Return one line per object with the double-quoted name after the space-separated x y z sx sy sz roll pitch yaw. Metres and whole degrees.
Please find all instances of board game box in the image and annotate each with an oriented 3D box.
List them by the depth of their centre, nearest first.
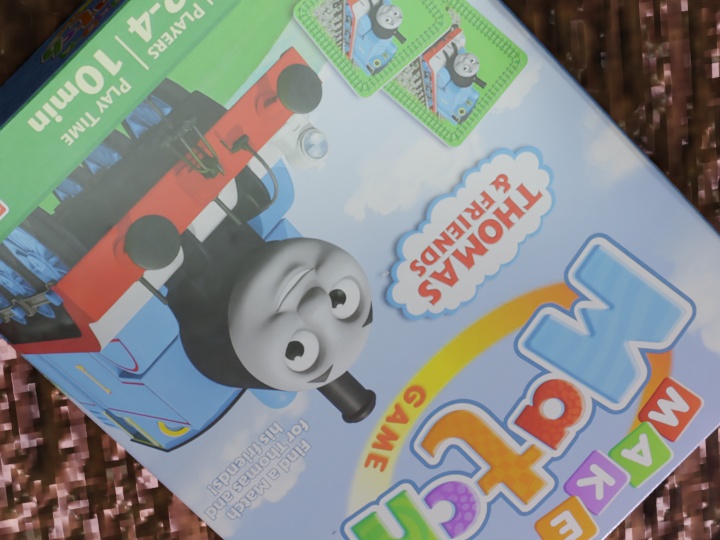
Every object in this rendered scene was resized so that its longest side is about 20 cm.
0.000 0.000 0.725 0.151 0.037 0.200 -45 112 3 "board game box"
